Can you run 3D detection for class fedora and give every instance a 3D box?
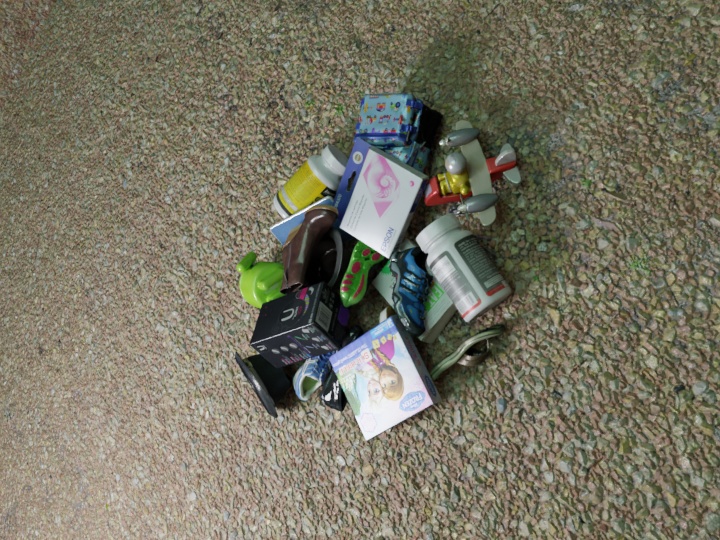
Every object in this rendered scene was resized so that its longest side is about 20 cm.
[{"bbox_3d":[-0.072,-0.011,1.682,0.198,0.089,0.180,-10,71,49],"label":"fedora"},{"bbox_3d":[-0.226,0.259,1.729,0.091,0.202,0.201,-31,57,-14],"label":"fedora"}]

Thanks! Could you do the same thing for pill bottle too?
[{"bbox_3d":[-0.114,-0.208,1.742,0.200,0.112,0.113,-44,59,21],"label":"pill bottle"},{"bbox_3d":[0.206,-0.008,1.440,0.113,0.113,0.202,-38,76,23],"label":"pill bottle"}]

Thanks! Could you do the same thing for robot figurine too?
[{"bbox_3d":[-0.232,0.037,1.755,0.115,0.177,0.199,-37,17,-19],"label":"robot figurine"}]

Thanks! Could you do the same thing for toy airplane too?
[{"bbox_3d":[0.232,-0.205,1.470,0.199,0.140,0.201,29,90,41],"label":"toy airplane"}]

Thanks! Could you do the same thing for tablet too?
[{"bbox_3d":[-0.113,-0.096,1.723,0.198,0.130,0.014,-24,30,29],"label":"tablet"}]

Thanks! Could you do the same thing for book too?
[{"bbox_3d":[0.127,0.042,1.563,0.134,0.048,0.200,-53,53,14],"label":"book"}]

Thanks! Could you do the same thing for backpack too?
[{"bbox_3d":[0.072,-0.286,1.611,0.181,0.134,0.203,14,90,36],"label":"backpack"}]

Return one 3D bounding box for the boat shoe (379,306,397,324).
[{"bbox_3d":[0.059,0.183,1.563,0.069,0.070,0.204,-15,75,36],"label":"boat shoe"}]

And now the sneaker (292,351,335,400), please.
[{"bbox_3d":[-0.090,0.217,1.647,0.202,0.075,0.077,-61,16,15],"label":"sneaker"}]

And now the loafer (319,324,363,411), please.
[{"bbox_3d":[-0.030,0.225,1.626,0.070,0.068,0.203,25,100,28],"label":"loafer"}]

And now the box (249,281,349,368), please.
[{"bbox_3d":[-0.138,0.125,1.605,0.198,0.106,0.124,-21,40,33],"label":"box"}]

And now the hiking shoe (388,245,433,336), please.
[{"bbox_3d":[0.115,0.038,1.498,0.086,0.074,0.203,-24,62,28],"label":"hiking shoe"}]

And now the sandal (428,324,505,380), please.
[{"bbox_3d":[0.224,0.174,1.452,0.201,0.079,0.058,-43,76,29],"label":"sandal"}]

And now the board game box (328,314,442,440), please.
[{"bbox_3d":[0.048,0.229,1.508,0.199,0.041,0.202,-36,73,31],"label":"board game box"}]

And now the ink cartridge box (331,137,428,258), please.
[{"bbox_3d":[0.028,-0.161,1.564,0.198,0.043,0.199,31,116,20],"label":"ink cartridge box"}]

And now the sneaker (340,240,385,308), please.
[{"bbox_3d":[0.000,0.000,1.609,0.076,0.084,0.201,31,58,1],"label":"sneaker"}]

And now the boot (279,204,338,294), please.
[{"bbox_3d":[-0.117,-0.045,1.607,0.199,0.072,0.169,-31,46,50],"label":"boot"}]
